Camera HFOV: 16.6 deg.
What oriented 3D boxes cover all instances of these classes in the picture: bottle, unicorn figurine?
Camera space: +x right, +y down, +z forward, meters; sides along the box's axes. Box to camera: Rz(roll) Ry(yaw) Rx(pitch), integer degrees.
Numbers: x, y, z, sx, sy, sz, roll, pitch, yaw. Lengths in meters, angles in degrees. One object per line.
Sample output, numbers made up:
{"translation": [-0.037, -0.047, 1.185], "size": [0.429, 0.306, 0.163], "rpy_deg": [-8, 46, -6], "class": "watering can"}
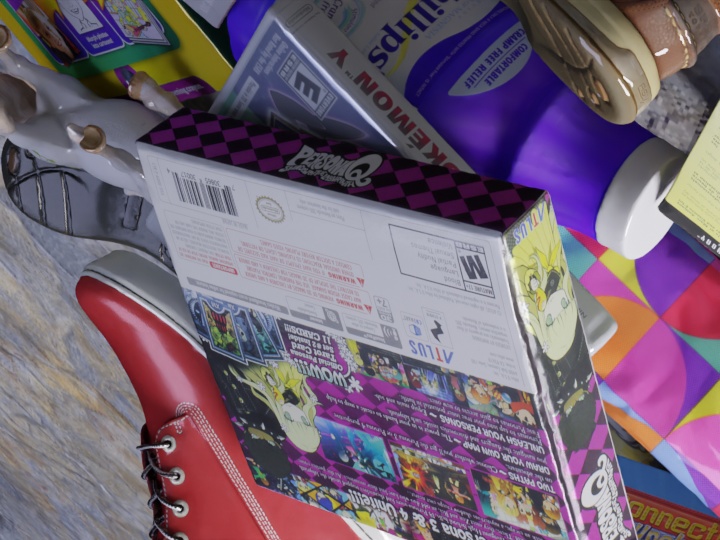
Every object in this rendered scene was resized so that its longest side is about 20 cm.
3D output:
{"translation": [0.040, -0.072, 0.998], "size": [0.199, 0.084, 0.066], "rpy_deg": [33, 152, 26], "class": "bottle"}
{"translation": [-0.109, -0.052, 1.177], "size": [0.200, 0.074, 0.137], "rpy_deg": [41, 178, 28], "class": "unicorn figurine"}

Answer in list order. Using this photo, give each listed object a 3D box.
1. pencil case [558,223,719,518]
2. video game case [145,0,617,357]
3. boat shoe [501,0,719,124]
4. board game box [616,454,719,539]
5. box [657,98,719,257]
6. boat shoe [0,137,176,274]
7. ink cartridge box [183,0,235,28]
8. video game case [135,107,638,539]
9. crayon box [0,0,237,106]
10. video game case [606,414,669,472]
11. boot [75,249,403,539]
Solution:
{"translation": [0.145, 0.042, 1.033], "size": [0.200, 0.088, 0.088], "rpy_deg": [42, 158, 4], "class": "pencil case"}
{"translation": [0.000, 0.000, 1.026], "size": [0.182, 0.023, 0.200], "rpy_deg": [46, 149, 4], "class": "video game case"}
{"translation": [0.059, -0.137, 0.876], "size": [0.200, 0.067, 0.072], "rpy_deg": [51, 175, 30], "class": "boat shoe"}
{"translation": [0.201, 0.182, 1.165], "size": [0.199, 0.056, 0.196], "rpy_deg": [18, 154, 34], "class": "board game box"}
{"translation": [0.166, -0.055, 0.859], "size": [0.075, 0.050, 0.200], "rpy_deg": [39, 158, 11], "class": "box"}
{"translation": [-0.087, -0.041, 1.297], "size": [0.199, 0.074, 0.076], "rpy_deg": [24, 122, 3], "class": "boat shoe"}
{"translation": [-0.101, -0.177, 0.939], "size": [0.176, 0.045, 0.200], "rpy_deg": [39, 173, -5], "class": "ink cartridge box"}
{"translation": [0.010, 0.033, 0.987], "size": [0.199, 0.036, 0.182], "rpy_deg": [15, 133, 42], "class": "video game case"}
{"translation": [-0.131, -0.160, 1.169], "size": [0.173, 0.058, 0.200], "rpy_deg": [51, 158, -17], "class": "crayon box"}
{"translation": [0.154, 0.099, 1.197], "size": [0.182, 0.023, 0.200], "rpy_deg": [43, 158, 1], "class": "video game case"}
{"translation": [-0.089, 0.102, 1.118], "size": [0.200, 0.144, 0.072], "rpy_deg": [49, 165, -8], "class": "boot"}
